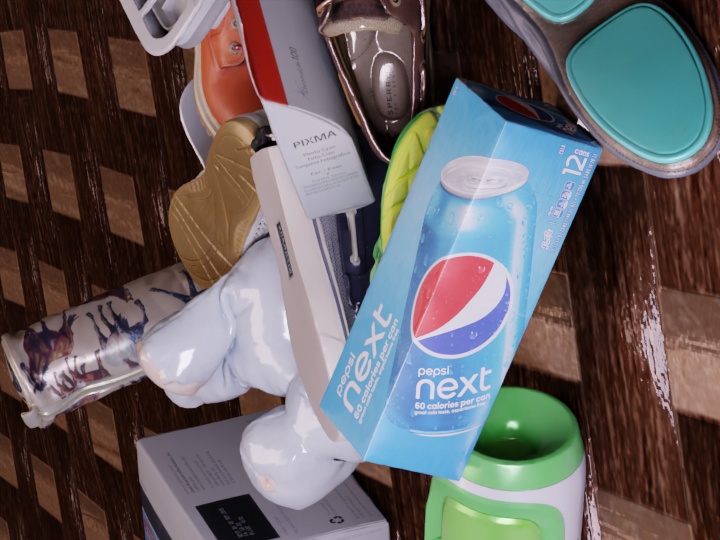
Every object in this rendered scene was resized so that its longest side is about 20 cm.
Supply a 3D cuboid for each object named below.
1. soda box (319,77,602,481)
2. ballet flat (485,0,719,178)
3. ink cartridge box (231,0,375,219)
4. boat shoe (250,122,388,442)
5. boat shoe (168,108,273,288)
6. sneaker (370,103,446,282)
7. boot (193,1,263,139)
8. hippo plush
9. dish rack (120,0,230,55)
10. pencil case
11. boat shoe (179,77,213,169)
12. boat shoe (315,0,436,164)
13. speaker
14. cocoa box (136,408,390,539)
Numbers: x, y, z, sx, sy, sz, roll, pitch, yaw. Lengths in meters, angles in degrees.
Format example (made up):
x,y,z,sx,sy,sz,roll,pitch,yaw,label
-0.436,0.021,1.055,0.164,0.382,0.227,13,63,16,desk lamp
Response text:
x,y,z,sx,sy,sz,roll,pitch,yaw,label
0.052,0.005,1.433,0.068,0.064,0.200,48,120,57,soda box
0.116,-0.107,1.296,0.200,0.073,0.073,53,151,33,ballet flat
-0.046,-0.148,1.574,0.200,0.047,0.160,73,-178,-57,ink cartridge box
0.000,0.000,1.670,0.075,0.093,0.200,158,99,-73,boat shoe
-0.071,-0.050,1.795,0.071,0.069,0.200,56,151,9,boat shoe
0.033,-0.014,1.590,0.084,0.074,0.200,-127,30,-46,sneaker
-0.073,-0.164,1.842,0.107,0.075,0.200,125,132,-60,boot
-0.029,0.065,1.789,0.200,0.159,0.161,-44,71,19,hippo plush
-0.097,-0.253,1.792,0.200,0.043,0.172,-56,39,26,dish rack
-0.181,0.055,2.096,0.089,0.200,0.078,54,161,45,pencil case
-0.067,-0.048,1.915,0.065,0.073,0.200,-14,-92,-77,boat shoe
0.007,-0.156,1.556,0.072,0.072,0.200,-81,-14,-63,boat shoe
0.081,0.167,1.533,0.088,0.088,0.200,-124,28,-51,speaker
-0.069,0.206,1.946,0.200,0.133,0.131,-133,35,-59,cocoa box
